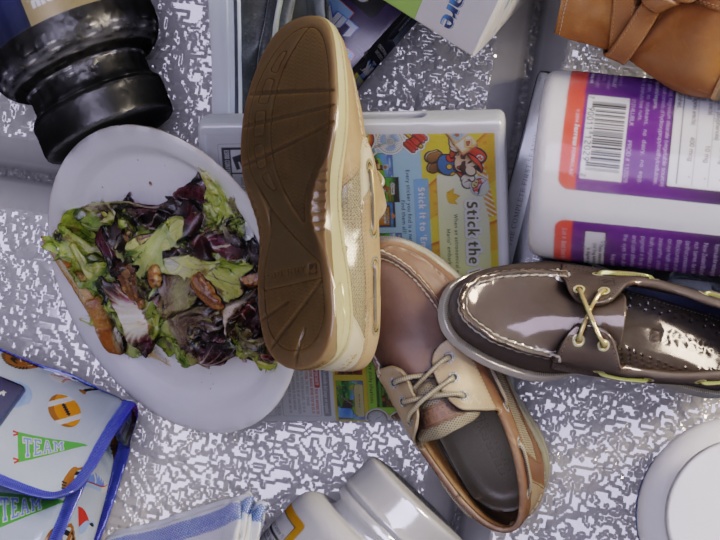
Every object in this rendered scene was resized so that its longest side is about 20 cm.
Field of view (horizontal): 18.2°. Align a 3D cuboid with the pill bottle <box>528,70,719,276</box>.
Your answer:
[{"bbox_3d":[0.202,-0.053,1.310,0.198,0.111,0.112,6,85,7],"label":"pill bottle"}]

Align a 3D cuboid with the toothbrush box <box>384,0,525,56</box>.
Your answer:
[{"bbox_3d":[0.027,-0.237,1.295,0.199,0.086,0.146,34,45,8],"label":"toothbrush box"}]

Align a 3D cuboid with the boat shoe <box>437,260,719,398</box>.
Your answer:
[{"bbox_3d":[0.146,0.032,1.302,0.198,0.060,0.072,12,75,-12],"label":"boat shoe"}]

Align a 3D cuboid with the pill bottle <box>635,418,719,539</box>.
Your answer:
[{"bbox_3d":[0.211,0.140,1.270,0.111,0.200,0.113,-1,85,7],"label":"pill bottle"}]

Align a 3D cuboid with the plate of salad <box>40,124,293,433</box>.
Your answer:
[{"bbox_3d":[-0.121,0.010,1.349,0.199,0.048,0.201,19,123,32],"label":"plate of salad"}]

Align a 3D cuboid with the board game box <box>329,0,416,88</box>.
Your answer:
[{"bbox_3d":[-0.029,-0.235,1.409,0.200,0.057,0.165,43,93,8],"label":"board game box"}]

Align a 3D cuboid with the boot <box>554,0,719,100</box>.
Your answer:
[{"bbox_3d":[0.199,-0.195,1.242,0.154,0.077,0.201,19,117,11],"label":"boot"}]

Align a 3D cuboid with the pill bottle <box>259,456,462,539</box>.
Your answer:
[{"bbox_3d":[-0.033,0.210,1.339,0.109,0.109,0.200,43,91,9],"label":"pill bottle"}]

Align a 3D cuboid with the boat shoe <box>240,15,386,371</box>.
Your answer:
[{"bbox_3d":[-0.022,-0.042,1.277,0.071,0.064,0.202,-4,82,38],"label":"boat shoe"}]

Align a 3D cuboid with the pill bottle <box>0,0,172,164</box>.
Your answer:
[{"bbox_3d":[-0.192,-0.174,1.395,0.111,0.112,0.201,-24,82,4],"label":"pill bottle"}]

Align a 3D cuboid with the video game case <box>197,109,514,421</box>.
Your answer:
[{"bbox_3d":[0.000,0.000,1.351,0.180,0.023,0.201,0,115,7],"label":"video game case"}]

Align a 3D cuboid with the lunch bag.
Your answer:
[{"bbox_3d":[-0.246,0.143,1.370,0.169,0.124,0.201,20,74,8],"label":"lunch bag"}]

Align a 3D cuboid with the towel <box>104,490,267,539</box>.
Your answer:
[{"bbox_3d":[-0.131,0.228,1.312,0.146,0.024,0.201,-20,42,40],"label":"towel"}]

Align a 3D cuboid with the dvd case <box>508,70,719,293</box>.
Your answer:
[{"bbox_3d":[0.187,-0.027,1.378,0.198,0.025,0.151,14,86,8],"label":"dvd case"}]

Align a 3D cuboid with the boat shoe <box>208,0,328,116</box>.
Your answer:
[{"bbox_3d":[-0.046,-0.112,1.341,0.070,0.201,0.072,14,42,27],"label":"boat shoe"}]

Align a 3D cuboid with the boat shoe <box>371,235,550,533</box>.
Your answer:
[{"bbox_3d":[0.052,0.069,1.324,0.075,0.072,0.201,-30,107,19],"label":"boat shoe"}]
